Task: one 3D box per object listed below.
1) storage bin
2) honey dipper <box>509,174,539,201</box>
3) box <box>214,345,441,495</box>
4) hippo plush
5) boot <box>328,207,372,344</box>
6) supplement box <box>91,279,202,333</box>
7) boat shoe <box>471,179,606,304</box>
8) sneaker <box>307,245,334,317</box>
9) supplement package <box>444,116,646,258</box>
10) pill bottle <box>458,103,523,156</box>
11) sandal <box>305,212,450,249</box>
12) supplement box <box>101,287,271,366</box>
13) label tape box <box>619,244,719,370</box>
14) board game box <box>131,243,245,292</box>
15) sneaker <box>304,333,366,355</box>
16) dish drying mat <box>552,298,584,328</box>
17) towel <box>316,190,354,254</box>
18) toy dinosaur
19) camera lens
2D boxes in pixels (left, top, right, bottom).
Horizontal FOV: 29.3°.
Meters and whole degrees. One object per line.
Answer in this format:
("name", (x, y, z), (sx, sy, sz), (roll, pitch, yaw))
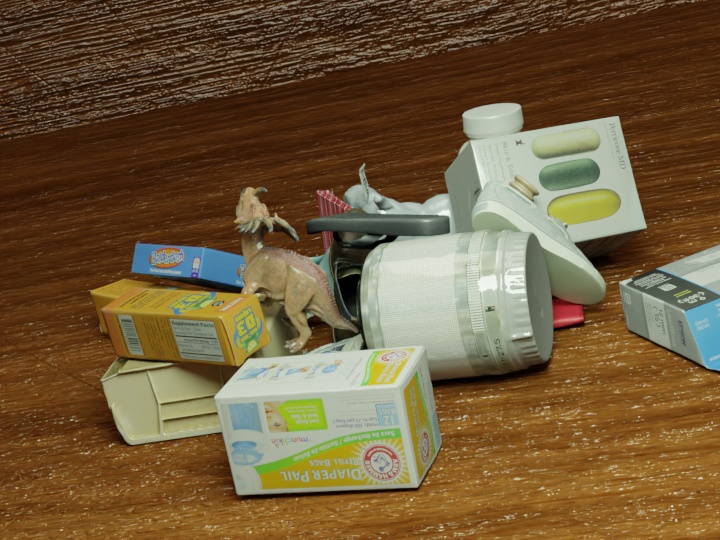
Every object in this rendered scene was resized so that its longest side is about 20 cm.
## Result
("storage bin", (-0.183, 0.113, 1.648), (0.196, 0.095, 0.200), (-10, 18, 12))
("honey dipper", (0.139, -0.024, 1.645), (0.201, 0.038, 0.038), (-53, 21, 2))
("box", (-0.029, 0.151, 1.383), (0.198, 0.114, 0.101), (-6, 17, 20))
("hippo plush", (0.071, -0.067, 1.887), (0.159, 0.202, 0.160), (-9, 37, -14))
("boot", (0.000, 0.000, 1.678), (0.074, 0.202, 0.097), (3, -24, -7))
("supplement box", (-0.292, 0.058, 1.915), (0.199, 0.067, 0.069), (6, 26, 45))
("boat shoe", (0.215, -0.036, 1.607), (0.070, 0.200, 0.072), (-29, 33, 47))
("sneaker", (-0.086, 0.020, 1.804), (0.199, 0.082, 0.074), (-27, 19, 30))
("supplement package", (0.232, -0.090, 1.759), (0.198, 0.153, 0.151), (-10, -10, -12))
("pill bottle", (0.195, -0.125, 1.913), (0.111, 0.202, 0.112), (-8, 17, 3))
("sandal", (0.013, -0.043, 1.618), (0.199, 0.043, 0.076), (4, 10, 39))
("supplement box", (-0.198, 0.062, 1.550), (0.199, 0.069, 0.066), (4, 26, 37))
("label tape box", (0.395, 0.040, 1.497), (0.142, 0.067, 0.200), (-18, 17, -16))
("board game box", (-0.194, 0.002, 1.924), (0.151, 0.045, 0.199), (4, -7, 43))
("sneaker", (-0.042, 0.127, 1.553), (0.084, 0.078, 0.200), (-9, 8, 26))
("dish drying mat", (0.171, 0.063, 1.666), (0.198, 0.018, 0.077), (-9, 17, 11))
("towel", (-0.013, -0.025, 1.859), (0.022, 0.146, 0.200), (-11, 17, -17))
("toy dinosaur", (-0.083, 0.003, 1.573), (0.199, 0.136, 0.086), (30, 21, 8))
("camera lens", (0.104, 0.040, 1.546), (0.198, 0.162, 0.160), (-7, 18, 18))
